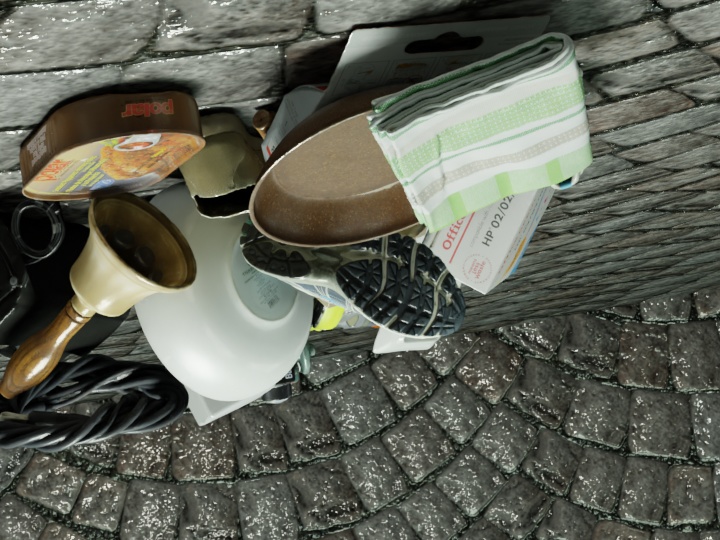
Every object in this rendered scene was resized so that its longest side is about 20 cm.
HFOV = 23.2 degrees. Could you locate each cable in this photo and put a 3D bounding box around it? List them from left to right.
[{"bbox_3d":[-0.235,0.113,1.544,0.200,0.051,0.163,-10,-169,-38],"label":"cable"}]

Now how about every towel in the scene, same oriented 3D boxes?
[{"bbox_3d":[0.094,-0.091,1.255,0.149,0.031,0.200,-20,156,5],"label":"towel"}]

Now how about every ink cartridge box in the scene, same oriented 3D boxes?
[{"bbox_3d":[0.028,-0.136,1.293,0.162,0.050,0.200,-8,150,-24],"label":"ink cartridge box"},{"bbox_3d":[0.117,-0.049,1.556,0.068,0.115,0.200,27,-167,10],"label":"ink cartridge box"}]

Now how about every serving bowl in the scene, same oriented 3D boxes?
[{"bbox_3d":[-0.107,0.011,1.536,0.066,0.201,0.200,-16,170,39],"label":"serving bowl"}]

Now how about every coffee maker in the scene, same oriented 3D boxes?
[{"bbox_3d":[-0.291,0.013,1.554,0.192,0.135,0.200,-15,172,20],"label":"coffee maker"}]

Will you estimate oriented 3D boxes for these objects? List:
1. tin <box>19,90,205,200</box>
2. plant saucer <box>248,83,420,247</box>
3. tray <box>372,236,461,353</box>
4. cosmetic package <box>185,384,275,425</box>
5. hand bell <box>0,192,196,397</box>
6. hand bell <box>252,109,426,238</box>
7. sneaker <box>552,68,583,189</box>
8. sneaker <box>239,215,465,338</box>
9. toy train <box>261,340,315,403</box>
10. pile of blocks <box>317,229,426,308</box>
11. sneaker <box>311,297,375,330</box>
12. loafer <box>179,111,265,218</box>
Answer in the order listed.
[{"bbox_3d":[-0.188,-0.091,1.298,0.112,0.042,0.200,-10,173,-27],"label":"tin"},{"bbox_3d":[0.010,-0.083,1.291,0.200,0.037,0.200,-15,155,-7],"label":"plant saucer"},{"bbox_3d":[0.083,-0.001,1.833,0.022,0.200,0.107,30,-162,32],"label":"tray"},{"bbox_3d":[-0.159,0.038,1.633,0.071,0.200,0.101,-26,177,-14],"label":"cosmetic package"},{"bbox_3d":[-0.236,0.038,1.450,0.200,0.104,0.104,-45,156,26],"label":"hand bell"},{"bbox_3d":[-0.024,-0.091,1.426,0.104,0.104,0.200,-15,160,28],"label":"hand bell"},{"bbox_3d":[0.159,-0.108,1.486,0.075,0.087,0.200,-13,173,4],"label":"sneaker"},{"bbox_3d":[0.000,0.000,1.479,0.200,0.078,0.086,25,175,13],"label":"sneaker"},{"bbox_3d":[-0.102,0.030,1.746,0.085,0.200,0.114,-11,-173,-14],"label":"toy train"},{"bbox_3d":[0.020,-0.056,1.610,0.200,0.062,0.082,-43,148,-9],"label":"pile of blocks"},{"bbox_3d":[0.010,-0.018,1.732,0.081,0.074,0.200,6,134,-25],"label":"sneaker"},{"bbox_3d":[-0.108,-0.074,1.415,0.076,0.068,0.200,-9,170,12],"label":"loafer"}]
